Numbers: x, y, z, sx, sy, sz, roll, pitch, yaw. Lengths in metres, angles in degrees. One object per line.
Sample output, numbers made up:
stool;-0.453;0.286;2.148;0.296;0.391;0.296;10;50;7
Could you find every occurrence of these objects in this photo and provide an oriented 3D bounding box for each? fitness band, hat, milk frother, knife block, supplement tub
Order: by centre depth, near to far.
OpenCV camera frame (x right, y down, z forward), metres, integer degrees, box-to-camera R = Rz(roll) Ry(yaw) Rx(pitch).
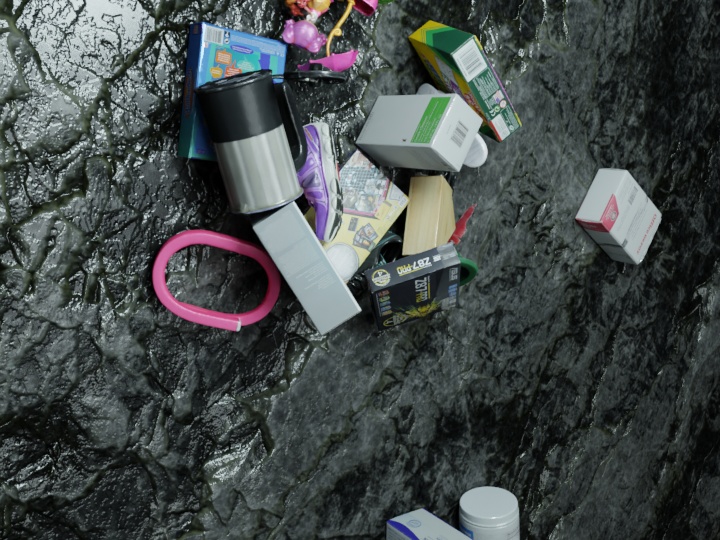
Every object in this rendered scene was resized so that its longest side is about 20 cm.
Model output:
milk frother;-0.114;-0.197;1.156;0.180;0.200;0.189;-30;117;-34
fitness band;-0.223;0.015;1.238;0.199;0.037;0.144;15;101;-16
knife block;0.123;-0.136;1.450;0.200;0.064;0.176;-52;137;-55
hat;0.134;-0.061;1.531;0.200;0.165;0.177;34;44;-60
supplement tub;0.284;0.595;1.741;0.132;0.132;0.201;-16;108;-35

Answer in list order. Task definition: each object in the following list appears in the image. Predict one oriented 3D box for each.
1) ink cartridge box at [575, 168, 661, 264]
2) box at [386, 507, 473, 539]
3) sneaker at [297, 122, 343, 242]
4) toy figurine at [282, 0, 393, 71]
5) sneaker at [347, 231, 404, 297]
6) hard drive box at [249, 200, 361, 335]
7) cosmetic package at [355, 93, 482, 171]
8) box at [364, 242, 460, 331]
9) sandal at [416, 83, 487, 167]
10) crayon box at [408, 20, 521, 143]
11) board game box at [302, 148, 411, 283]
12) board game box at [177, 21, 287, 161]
ink cartridge box;0.613;-0.126;1.876;0.200;0.085;0.146;37;77;-35
box;0.144;0.617;1.600;0.105;0.184;0.201;-8;105;-35
sneaker;-0.075;-0.144;1.325;0.081;0.083;0.201;33;49;-81
toy figurine;-0.058;-0.399;1.251;0.199;0.150;0.185;23;82;-17
sneaker;0.000;0.000;1.424;0.200;0.079;0.075;-50;125;-17
hard drive box;-0.091;-0.015;1.260;0.077;0.156;0.200;-32;105;-2
cosmetic package;0.098;-0.238;1.371;0.085;0.200;0.108;34;76;-39
box;0.095;0.033;1.416;0.161;0.049;0.200;-19;155;-4
sandal;0.169;-0.257;1.440;0.059;0.207;0.079;-8;139;-42
crayon box;0.187;-0.342;1.433;0.058;0.173;0.200;-39;123;-3
board game box;-0.021;-0.092;1.386;0.135;0.035;0.200;42;73;-14
board game box;-0.197;-0.266;1.231;0.152;0.045;0.201;3;97;-39
